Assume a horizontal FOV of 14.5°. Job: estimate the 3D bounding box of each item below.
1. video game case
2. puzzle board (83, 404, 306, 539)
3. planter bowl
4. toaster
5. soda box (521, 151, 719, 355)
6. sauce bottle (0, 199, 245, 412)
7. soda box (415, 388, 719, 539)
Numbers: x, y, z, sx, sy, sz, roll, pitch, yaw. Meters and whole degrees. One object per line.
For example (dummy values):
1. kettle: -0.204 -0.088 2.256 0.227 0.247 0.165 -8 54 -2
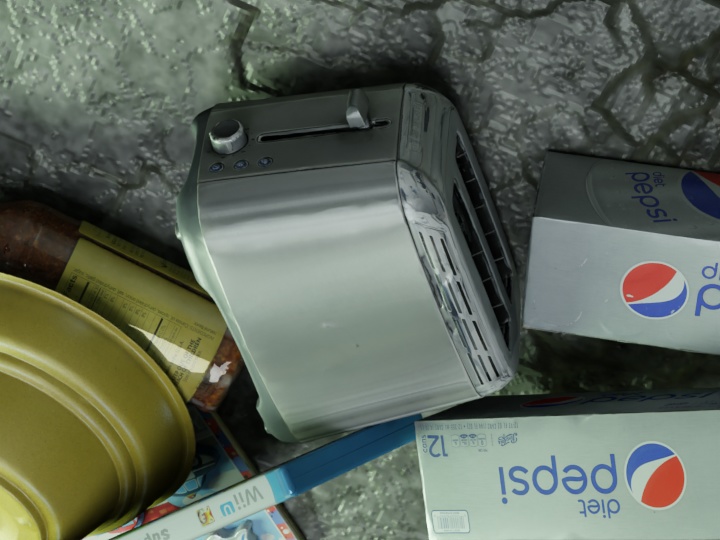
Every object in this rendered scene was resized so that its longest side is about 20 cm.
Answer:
1. video game case: -0.078 0.124 1.443 0.199 0.143 0.018 -25 86 30
2. puzzle board: -0.150 0.133 1.563 0.199 0.017 0.151 -22 117 23
3. planter bowl: -0.190 0.094 1.453 0.199 0.084 0.201 13 141 11
4. toaster: 0.000 0.000 1.383 0.128 0.114 0.201 -11 127 15
5. soda box: 0.181 -0.003 1.376 0.198 0.064 0.069 8 124 6
6. sauce bottle: -0.150 0.004 1.448 0.199 0.066 0.066 27 125 -5
7. soda box: 0.130 0.095 1.396 0.199 0.068 0.064 -4 96 33
